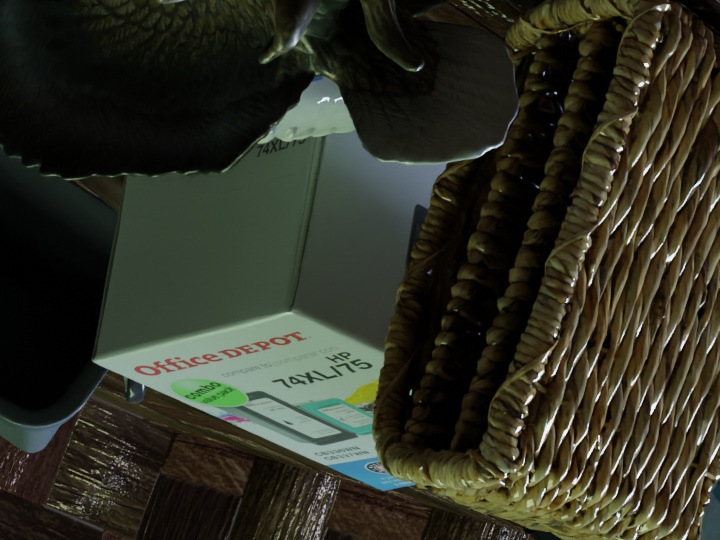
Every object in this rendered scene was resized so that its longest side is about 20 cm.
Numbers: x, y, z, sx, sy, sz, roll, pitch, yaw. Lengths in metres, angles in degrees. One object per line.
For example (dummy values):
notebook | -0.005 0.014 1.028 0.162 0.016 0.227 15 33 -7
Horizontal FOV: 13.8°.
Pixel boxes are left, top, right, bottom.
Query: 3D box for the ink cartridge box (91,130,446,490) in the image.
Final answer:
ink cartridge box | 0.000 0.000 1.431 0.200 0.146 0.147 26 152 -37

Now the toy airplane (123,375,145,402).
toy airplane | -0.108 -0.031 1.715 0.199 0.141 0.200 24 -143 27

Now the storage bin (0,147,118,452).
storage bin | -0.217 0.017 1.570 0.200 0.146 0.134 32 160 5

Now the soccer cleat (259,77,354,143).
soccer cleat | -0.034 -0.084 1.276 0.070 0.086 0.200 11 168 47

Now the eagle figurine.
eagle figurine | -0.040 -0.104 1.051 0.152 0.151 0.200 12 165 -26

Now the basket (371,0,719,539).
basket | 0.068 -0.006 1.150 0.143 0.200 0.149 15 173 40

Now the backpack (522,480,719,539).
backpack | 0.150 0.118 1.361 0.200 0.154 0.163 31 -173 -12

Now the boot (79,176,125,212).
boot | -0.143 -0.067 1.498 0.200 0.064 0.186 42 -164 24
